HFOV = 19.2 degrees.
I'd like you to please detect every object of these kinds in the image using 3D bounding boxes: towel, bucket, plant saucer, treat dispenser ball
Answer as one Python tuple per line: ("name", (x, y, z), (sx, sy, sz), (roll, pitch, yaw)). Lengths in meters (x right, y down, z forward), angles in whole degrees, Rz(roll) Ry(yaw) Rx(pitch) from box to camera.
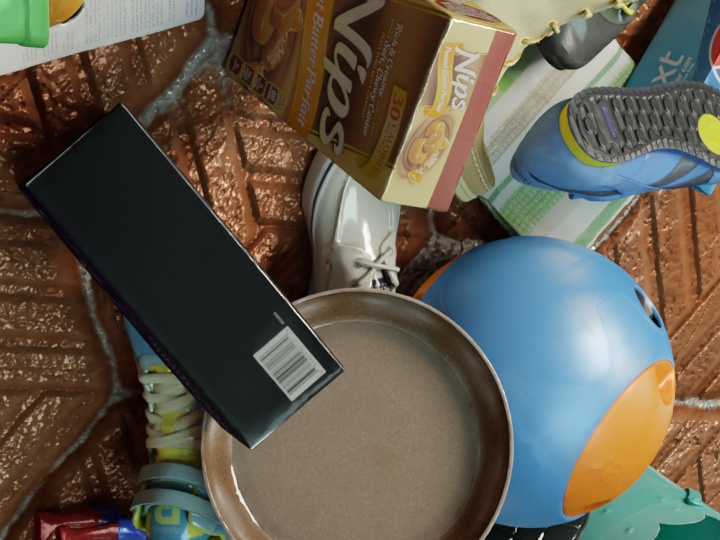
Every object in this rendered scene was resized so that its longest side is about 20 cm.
("towel", (0.132, -0.103, 1.494), (0.149, 0.031, 0.200), (-48, 129, -3))
("bucket", (0.202, 0.248, 1.672), (0.207, 0.135, 0.208), (-16, 125, -24))
("plant saucer", (-0.002, 0.112, 1.362), (0.199, 0.032, 0.201), (0, 84, -3))
("treat dispenser ball", (0.117, 0.076, 1.471), (0.200, 0.201, 0.201), (-16, 124, -25))

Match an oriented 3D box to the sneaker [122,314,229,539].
("sneaker", (-0.116, 0.103, 1.382), (0.200, 0.079, 0.131), (63, 38, -39))

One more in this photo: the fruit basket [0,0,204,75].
("fruit basket", (-0.173, -0.209, 1.206), (0.200, 0.094, 0.186), (-25, 130, -38))

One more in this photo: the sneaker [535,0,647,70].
("sneaker", (0.187, -0.218, 1.404), (0.074, 0.085, 0.200), (35, 86, -40))

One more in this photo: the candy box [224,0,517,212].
("candy box", (0.001, -0.131, 1.273), (0.055, 0.200, 0.116), (7, 112, -36))

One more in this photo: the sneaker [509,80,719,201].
("sneaker", (0.183, -0.081, 1.405), (0.200, 0.066, 0.078), (-2, 158, -38))

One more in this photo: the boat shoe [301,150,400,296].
("boat shoe", (0.000, 0.000, 1.436), (0.071, 0.070, 0.201), (-7, 121, -29))

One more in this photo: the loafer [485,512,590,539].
("loafer", (0.134, 0.173, 1.573), (0.200, 0.073, 0.072), (-59, 170, -38))

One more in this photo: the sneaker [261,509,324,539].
("sneaker", (-0.030, 0.169, 1.473), (0.200, 0.075, 0.079), (-30, 135, -64))

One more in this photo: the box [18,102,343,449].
("box", (-0.110, 0.003, 1.264), (0.079, 0.141, 0.200), (-40, 98, -5))

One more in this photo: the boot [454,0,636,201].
("boot", (0.106, -0.150, 1.365), (0.155, 0.073, 0.201), (-12, 110, 5))

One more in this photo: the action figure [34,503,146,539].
("action figure", (-0.123, 0.181, 1.471), (0.199, 0.065, 0.052), (-5, 97, -29))

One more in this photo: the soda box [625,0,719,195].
("soda box", (0.254, -0.160, 1.487), (0.064, 0.068, 0.200), (30, 89, -41))
